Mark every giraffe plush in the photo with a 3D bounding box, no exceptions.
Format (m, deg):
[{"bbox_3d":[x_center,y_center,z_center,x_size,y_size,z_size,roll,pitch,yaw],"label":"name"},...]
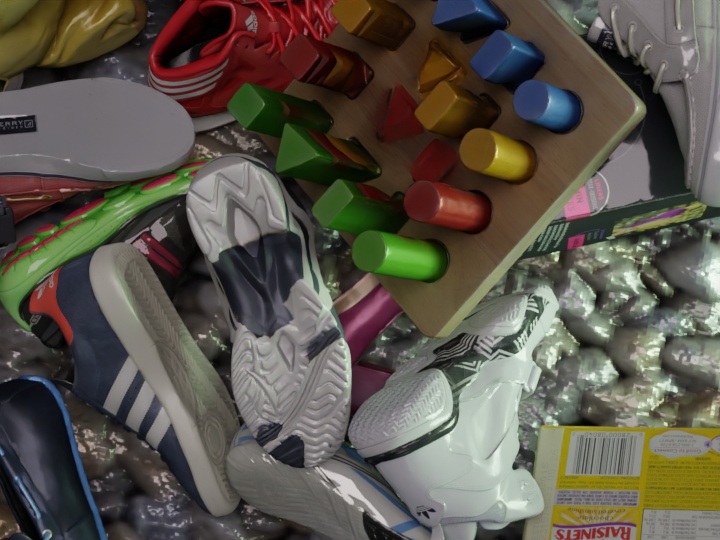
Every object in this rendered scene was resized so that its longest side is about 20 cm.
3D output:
[{"bbox_3d":[-0.245,-0.218,1.208,0.200,0.172,0.163,-45,69,26],"label":"giraffe plush"}]

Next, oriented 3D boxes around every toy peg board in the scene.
[{"bbox_3d":[0.032,-0.098,1.110,0.199,0.098,0.200,-49,65,18],"label":"toy peg board"}]

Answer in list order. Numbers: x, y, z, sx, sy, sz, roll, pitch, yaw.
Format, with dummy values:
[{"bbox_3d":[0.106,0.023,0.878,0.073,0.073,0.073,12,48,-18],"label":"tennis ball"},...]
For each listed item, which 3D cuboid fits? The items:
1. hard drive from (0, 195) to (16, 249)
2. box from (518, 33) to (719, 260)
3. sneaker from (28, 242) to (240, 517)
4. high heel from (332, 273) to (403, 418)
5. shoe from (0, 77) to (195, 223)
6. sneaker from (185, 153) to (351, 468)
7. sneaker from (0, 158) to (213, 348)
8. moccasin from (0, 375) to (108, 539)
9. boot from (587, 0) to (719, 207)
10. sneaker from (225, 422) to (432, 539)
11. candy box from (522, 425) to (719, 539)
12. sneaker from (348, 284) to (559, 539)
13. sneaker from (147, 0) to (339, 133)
[{"bbox_3d":[-0.335,-0.017,1.121,0.198,0.140,0.038,-3,99,24],"label":"hard drive"},{"bbox_3d":[0.166,-0.088,1.196,0.198,0.106,0.123,-12,79,-4],"label":"box"},{"bbox_3d":[-0.145,0.078,1.159,0.084,0.075,0.201,-18,111,19],"label":"sneaker"},{"bbox_3d":[0.000,0.000,1.195,0.095,0.067,0.201,19,94,-8],"label":"high heel"},{"bbox_3d":[-0.212,-0.074,1.197,0.198,0.091,0.072,-3,65,-11],"label":"shoe"},{"bbox_3d":[-0.053,0.017,1.147,0.079,0.130,0.200,-23,99,8],"label":"sneaker"},{"bbox_3d":[-0.145,-0.015,1.203,0.199,0.077,0.084,-28,110,-10],"label":"sneaker"},{"bbox_3d":[-0.206,0.171,1.149,0.068,0.080,0.201,-15,79,-29],"label":"moccasin"},{"bbox_3d":[0.189,-0.136,1.124,0.095,0.074,0.202,3,68,5],"label":"boot"},{"bbox_3d":[0.004,0.157,1.169,0.199,0.072,0.073,36,41,-3],"label":"sneaker"},{"bbox_3d":[0.204,0.147,1.124,0.198,0.026,0.103,0,56,19],"label":"candy box"},{"bbox_3d":[0.080,0.097,1.159,0.200,0.075,0.115,-39,105,-42],"label":"sneaker"},{"bbox_3d":[-0.049,-0.155,1.199,0.199,0.116,0.079,-26,81,-6],"label":"sneaker"}]
